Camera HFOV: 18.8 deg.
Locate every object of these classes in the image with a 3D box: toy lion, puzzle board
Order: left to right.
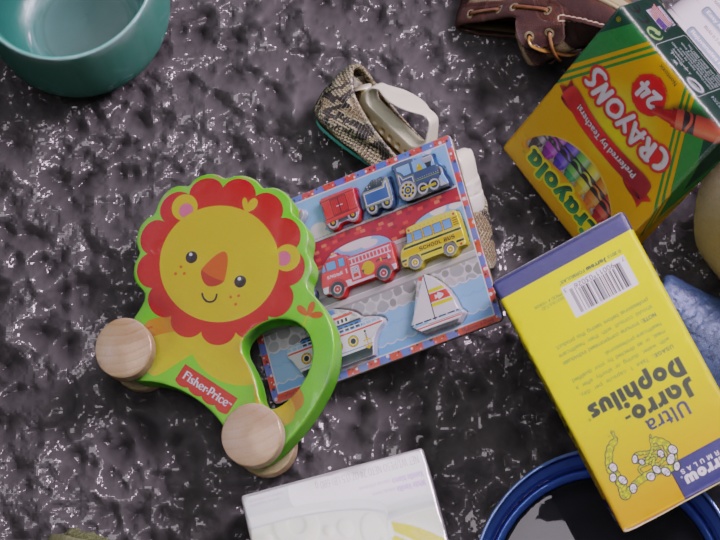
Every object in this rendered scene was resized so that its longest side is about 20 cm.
[{"bbox_3d":[-0.096,0.031,1.676,0.199,0.069,0.192,33,85,17],"label":"toy lion"},{"bbox_3d":[0.000,0.000,1.680,0.199,0.017,0.152,-21,73,20],"label":"puzzle board"}]

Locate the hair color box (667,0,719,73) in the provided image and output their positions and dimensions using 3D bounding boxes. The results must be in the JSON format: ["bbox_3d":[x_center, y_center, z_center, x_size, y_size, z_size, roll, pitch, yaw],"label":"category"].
[{"bbox_3d":[0.264,-0.154,1.726,0.200,0.061,0.099,-37,74,-6],"label":"hair color box"}]

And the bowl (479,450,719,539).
[{"bbox_3d":[0.183,0.234,1.621,0.199,0.039,0.202,-1,73,4],"label":"bowl"}]

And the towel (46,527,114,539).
[{"bbox_3d":[-0.164,0.280,1.614,0.199,0.036,0.149,11,77,23],"label":"towel"}]

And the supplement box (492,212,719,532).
[{"bbox_3d":[0.188,0.074,1.571,0.109,0.109,0.201,-28,83,3],"label":"supplement box"}]

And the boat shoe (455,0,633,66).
[{"bbox_3d":[0.152,-0.192,1.716,0.199,0.072,0.072,23,85,40],"label":"boat shoe"}]

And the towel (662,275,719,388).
[{"bbox_3d":[0.286,0.096,1.636,0.199,0.049,0.112,32,99,13],"label":"towel"}]

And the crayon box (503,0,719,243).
[{"bbox_3d":[0.192,-0.092,1.647,0.051,0.200,0.127,-22,68,-45],"label":"crayon box"}]

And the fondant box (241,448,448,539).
[{"bbox_3d":[0.005,0.249,1.621,0.143,0.058,0.201,-15,73,0],"label":"fondant box"}]

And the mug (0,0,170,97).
[{"bbox_3d":[-0.228,-0.232,1.758,0.151,0.114,0.186,1,72,5],"label":"mug"}]

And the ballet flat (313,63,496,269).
[{"bbox_3d":[0.045,-0.088,1.710,0.200,0.068,0.075,46,123,17],"label":"ballet flat"}]

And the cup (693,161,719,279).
[{"bbox_3d":[0.336,-0.037,1.633,0.143,0.200,0.201,17,73,35],"label":"cup"}]
